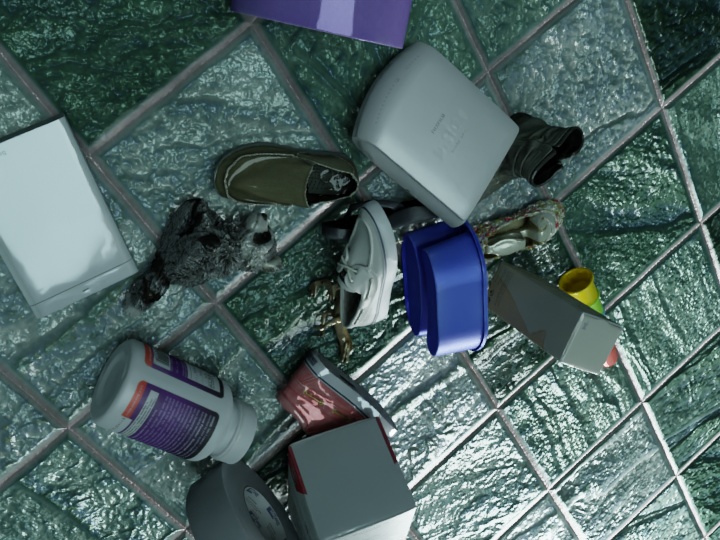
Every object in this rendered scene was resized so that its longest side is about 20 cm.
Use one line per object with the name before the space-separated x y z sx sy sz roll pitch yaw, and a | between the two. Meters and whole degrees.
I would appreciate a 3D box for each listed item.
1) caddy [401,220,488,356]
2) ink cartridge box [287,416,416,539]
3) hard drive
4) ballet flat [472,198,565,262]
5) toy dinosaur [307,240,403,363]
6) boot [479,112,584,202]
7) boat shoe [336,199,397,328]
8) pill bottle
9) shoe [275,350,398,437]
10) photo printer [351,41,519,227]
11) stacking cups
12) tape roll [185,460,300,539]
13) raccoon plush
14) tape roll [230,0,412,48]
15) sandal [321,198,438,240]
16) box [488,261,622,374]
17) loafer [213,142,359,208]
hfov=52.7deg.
caddy | 0.129 0.023 1.037 0.102 0.142 0.205 -12 115 -14
ink cartridge box | -0.020 0.340 1.049 0.141 0.147 0.202 -14 143 -18
hard drive | -0.359 -0.059 0.839 0.130 0.027 0.204 -26 118 -15
ballet flat | 0.243 -0.053 1.105 0.196 0.064 0.077 -21 117 -17
toy dinosaur | -0.019 0.033 1.032 0.100 0.058 0.204 4 115 -42
boot | 0.207 -0.142 1.013 0.200 0.131 0.068 -44 121 -3
boat shoe | 0.000 0.000 0.927 0.065 0.072 0.202 -21 146 -21
pill bottle | -0.235 0.179 0.942 0.198 0.111 0.113 32 95 -31
shoe | -0.034 0.209 1.078 0.091 0.072 0.200 -45 119 3
photo printer | 0.095 -0.183 0.953 0.199 0.069 0.168 37 80 -18
stacking cups | 0.396 0.089 1.235 0.060 0.060 0.202 -36 121 -8
tape roll | -0.154 0.361 0.999 0.066 0.201 0.201 -36 121 1
raccoon plush | -0.195 -0.007 0.926 0.198 0.098 0.133 -35 140 26
tape roll | -0.040 -0.305 0.791 0.195 0.200 0.087 3 110 -26
sandal | 0.029 -0.082 0.992 0.197 0.076 0.044 -18 110 -30
box | 0.282 0.067 1.091 0.093 0.200 0.079 19 102 -29
loafer | -0.087 -0.119 0.919 0.195 0.070 0.077 -7 113 -23
